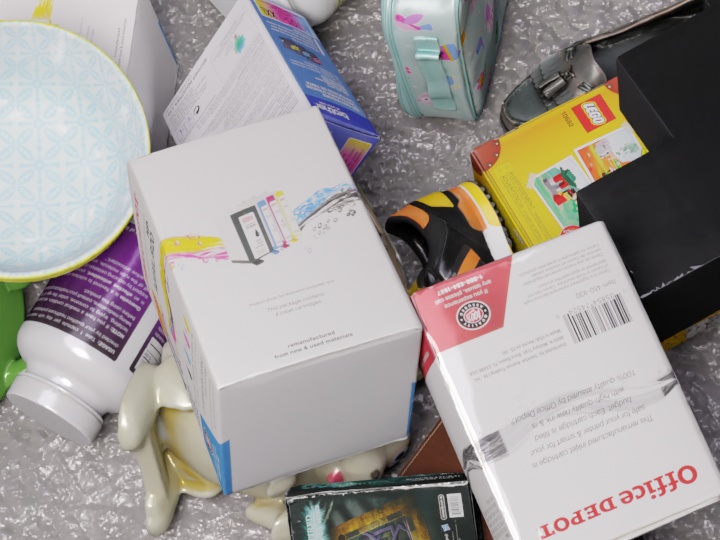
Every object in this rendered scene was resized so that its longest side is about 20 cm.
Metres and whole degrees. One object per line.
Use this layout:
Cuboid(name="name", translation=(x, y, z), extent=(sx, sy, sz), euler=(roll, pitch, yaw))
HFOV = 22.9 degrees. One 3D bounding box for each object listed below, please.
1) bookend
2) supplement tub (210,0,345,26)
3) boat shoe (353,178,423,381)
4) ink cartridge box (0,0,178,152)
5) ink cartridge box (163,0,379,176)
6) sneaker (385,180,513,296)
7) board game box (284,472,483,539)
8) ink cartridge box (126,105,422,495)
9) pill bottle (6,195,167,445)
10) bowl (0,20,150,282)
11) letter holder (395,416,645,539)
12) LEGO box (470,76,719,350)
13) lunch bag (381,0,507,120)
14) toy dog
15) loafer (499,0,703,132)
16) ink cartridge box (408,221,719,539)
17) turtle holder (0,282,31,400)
Cuboid(name="bookend", translation=(0.231, -0.074, 1.311), extent=(0.199, 0.092, 0.199), euler=(-29, 62, -5))
Cuboid(name="supplement tub", translation=(-0.043, -0.302, 1.523), extent=(0.145, 0.145, 0.200), euler=(39, 76, 23))
Cuboid(name="boat shoe", translation=(0.000, 0.000, 1.415), extent=(0.072, 0.065, 0.201), euler=(-21, 63, -2))
Cuboid(name="ink cartridge box", translation=(-0.271, -0.154, 1.501), extent=(0.199, 0.129, 0.126), euler=(-1, 64, 10))
Cuboid(name="ink cartridge box", translation=(-0.070, -0.104, 1.413), extent=(0.137, 0.076, 0.200), euler=(-53, 41, 25))
Cuboid(name="sneaker", translation=(0.086, 0.025, 1.376), extent=(0.090, 0.070, 0.201), euler=(-17, 61, -16))
Cuboid(name="board game box", translation=(0.026, 0.245, 1.249), extent=(0.134, 0.028, 0.201), euler=(-5, 99, 13))
Cuboid(name="ink cartridge box", translation=(-0.062, 0.019, 1.235), extent=(0.144, 0.148, 0.201), euler=(-16, 57, -13))
Cuboid(name="pill bottle", translation=(-0.196, 0.032, 1.407), extent=(0.112, 0.113, 0.201), euler=(23, 70, 19))
Cuboid(name="bowl", translation=(-0.260, -0.079, 1.368), extent=(0.199, 0.108, 0.201), euler=(2, 76, -7))
Cuboid(name="letter holder", translation=(0.119, 0.208, 1.288), extent=(0.100, 0.142, 0.201), euler=(-12, 61, -33))
Cuboid(name="LEGO box", translation=(0.197, -0.036, 1.393), extent=(0.148, 0.077, 0.201), euler=(-26, 64, -5))
Cuboid(name="lunch bag", translation=(0.066, -0.219, 1.435), extent=(0.077, 0.200, 0.161), euler=(8, 68, 15))
Cuboid(name="toy dog", translation=(-0.059, 0.117, 1.347), extent=(0.199, 0.140, 0.194), euler=(2, 35, 11))
Cuboid(name="loafer", translation=(0.203, -0.173, 1.466), extent=(0.199, 0.063, 0.072), euler=(-25, 63, -3))
Cuboid(name="ink cartridge box", translation=(0.132, 0.090, 1.187), extent=(0.146, 0.083, 0.201), euler=(-20, 77, -10))
Cuboid(name="turtle holder", translation=(-0.338, 0.058, 1.420), extent=(0.131, 0.186, 0.141), euler=(5, 30, 27))
